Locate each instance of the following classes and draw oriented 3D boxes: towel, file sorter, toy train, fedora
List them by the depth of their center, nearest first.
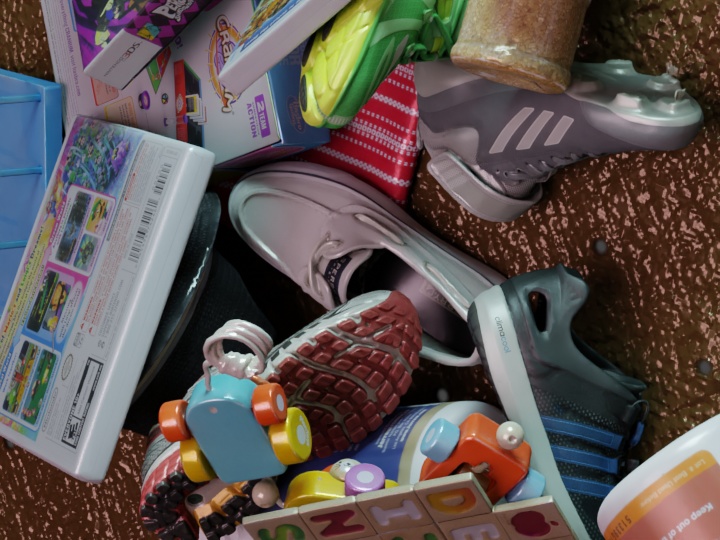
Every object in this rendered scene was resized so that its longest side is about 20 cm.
[{"bbox_3d":[-0.006,0.087,1.622,0.200,0.056,0.150,28,130,-11],"label":"toy train"},{"bbox_3d":[-0.021,-0.103,1.790,0.144,0.022,0.200,25,112,32],"label":"towel"},{"bbox_3d":[-0.109,0.047,1.818,0.092,0.201,0.201,30,124,-15],"label":"fedora"},{"bbox_3d":[-0.272,-0.024,1.914,0.139,0.122,0.200,17,110,57],"label":"file sorter"}]

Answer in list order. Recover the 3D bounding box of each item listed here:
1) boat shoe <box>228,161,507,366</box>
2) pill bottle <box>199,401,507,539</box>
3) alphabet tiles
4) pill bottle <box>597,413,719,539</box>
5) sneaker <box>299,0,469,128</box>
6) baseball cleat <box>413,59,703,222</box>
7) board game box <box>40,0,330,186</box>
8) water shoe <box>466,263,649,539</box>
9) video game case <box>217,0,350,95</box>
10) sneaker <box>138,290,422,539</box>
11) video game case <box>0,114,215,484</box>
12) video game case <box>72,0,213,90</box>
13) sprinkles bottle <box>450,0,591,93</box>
[{"bbox_3d":[0.000,0.000,1.740,0.200,0.066,0.072,33,114,18],"label":"boat shoe"},{"bbox_3d":[-0.003,0.139,1.758,0.200,0.111,0.111,-8,92,40],"label":"pill bottle"},{"bbox_3d":[0.028,0.171,1.650,0.200,0.167,0.006,-13,48,18],"label":"alphabet tiles"},{"bbox_3d":[0.222,0.181,1.583,0.112,0.112,0.200,-45,69,34],"label":"pill bottle"},{"bbox_3d":[0.039,-0.146,1.635,0.084,0.200,0.074,43,150,-9],"label":"sneaker"},{"bbox_3d":[0.110,-0.073,1.669,0.200,0.070,0.107,21,116,45],"label":"baseball cleat"},{"bbox_3d":[-0.110,-0.126,1.823,0.200,0.040,0.153,-17,81,46],"label":"board game box"},{"bbox_3d":[0.129,0.094,1.667,0.079,0.072,0.200,-24,103,3],"label":"water shoe"},{"bbox_3d":[-0.002,-0.191,1.661,0.018,0.200,0.143,42,128,-14],"label":"video game case"},{"bbox_3d":[-0.052,0.069,1.710,0.200,0.078,0.082,-35,37,17],"label":"sneaker"},{"bbox_3d":[-0.161,0.012,1.766,0.182,0.024,0.200,18,89,62],"label":"video game case"},{"bbox_3d":[-0.113,-0.237,1.774,0.181,0.036,0.200,-42,44,33],"label":"video game case"},{"bbox_3d":[0.105,-0.198,1.605,0.068,0.068,0.200,13,86,37],"label":"sprinkles bottle"}]
